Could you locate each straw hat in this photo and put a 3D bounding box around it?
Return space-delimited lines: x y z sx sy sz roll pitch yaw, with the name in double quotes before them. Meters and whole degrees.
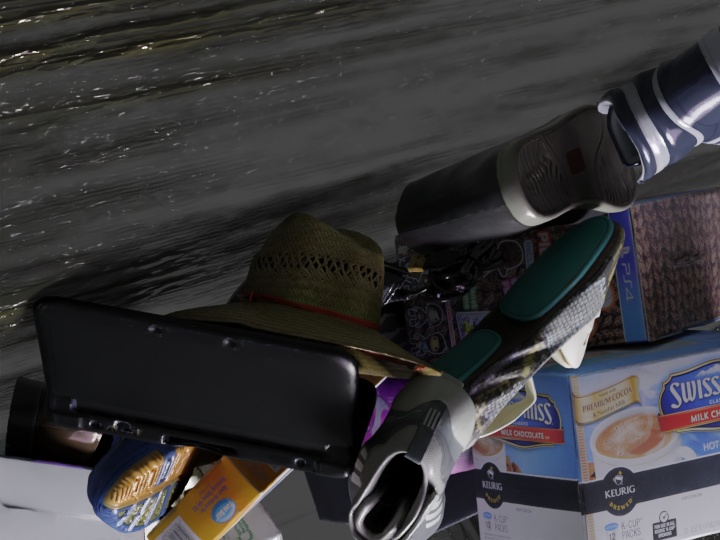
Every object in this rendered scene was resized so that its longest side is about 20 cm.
"straw hat" -0.029 0.010 1.515 0.199 0.086 0.201 10 174 1

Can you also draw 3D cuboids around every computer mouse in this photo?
"computer mouse" 0.000 0.000 1.647 0.198 0.046 0.140 -11 -171 26

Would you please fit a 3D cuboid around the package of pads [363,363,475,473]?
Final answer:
"package of pads" 0.094 0.102 1.786 0.199 0.076 0.120 -7 -175 -31

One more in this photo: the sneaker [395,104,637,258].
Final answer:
"sneaker" 0.106 -0.060 1.616 0.106 0.075 0.199 -16 177 32

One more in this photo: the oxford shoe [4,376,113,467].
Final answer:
"oxford shoe" -0.200 0.124 1.694 0.084 0.073 0.200 8 171 -2

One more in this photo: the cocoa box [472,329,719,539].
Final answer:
"cocoa box" 0.193 0.119 1.699 0.199 0.133 0.133 -9 -175 -31

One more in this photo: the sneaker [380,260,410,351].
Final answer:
"sneaker" -0.046 0.042 1.779 0.199 0.081 0.086 -8 175 -36

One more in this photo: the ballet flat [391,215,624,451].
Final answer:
"ballet flat" 0.107 0.050 1.584 0.200 0.072 0.072 -43 173 -8

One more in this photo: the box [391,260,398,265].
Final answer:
"box" 0.002 0.041 1.951 0.136 0.040 0.200 -26 171 3

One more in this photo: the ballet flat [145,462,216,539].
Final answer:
"ballet flat" -0.128 0.157 1.730 0.199 0.068 0.067 -31 -143 -13

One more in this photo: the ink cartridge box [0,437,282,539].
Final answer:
"ink cartridge box" -0.186 0.182 1.787 0.199 0.197 0.044 -24 138 -16

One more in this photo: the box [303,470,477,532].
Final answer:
"box" 0.072 0.123 1.959 0.195 0.118 0.200 -21 -172 -26

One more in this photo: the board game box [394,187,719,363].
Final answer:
"board game box" 0.152 0.004 1.773 0.199 0.098 0.159 -7 -178 32

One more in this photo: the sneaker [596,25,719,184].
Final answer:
"sneaker" 0.229 -0.104 1.638 0.108 0.070 0.200 -32 163 13

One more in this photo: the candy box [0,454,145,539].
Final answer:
"candy box" -0.273 0.179 1.634 0.199 0.072 0.167 -16 161 37

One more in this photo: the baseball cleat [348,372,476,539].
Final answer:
"baseball cleat" 0.016 0.142 1.508 0.107 0.069 0.201 -57 169 -34

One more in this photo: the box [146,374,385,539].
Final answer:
"box" -0.052 0.117 1.648 0.200 0.042 0.119 -38 174 -46

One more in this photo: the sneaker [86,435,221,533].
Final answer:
"sneaker" -0.142 0.105 1.605 0.076 0.088 0.200 -60 170 27

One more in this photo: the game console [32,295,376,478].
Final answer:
"game console" -0.091 0.051 1.505 0.198 0.117 0.176 11 -156 6
